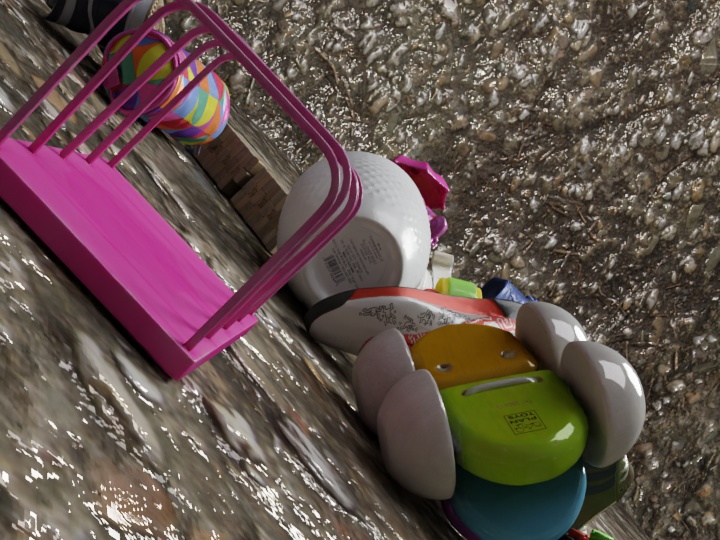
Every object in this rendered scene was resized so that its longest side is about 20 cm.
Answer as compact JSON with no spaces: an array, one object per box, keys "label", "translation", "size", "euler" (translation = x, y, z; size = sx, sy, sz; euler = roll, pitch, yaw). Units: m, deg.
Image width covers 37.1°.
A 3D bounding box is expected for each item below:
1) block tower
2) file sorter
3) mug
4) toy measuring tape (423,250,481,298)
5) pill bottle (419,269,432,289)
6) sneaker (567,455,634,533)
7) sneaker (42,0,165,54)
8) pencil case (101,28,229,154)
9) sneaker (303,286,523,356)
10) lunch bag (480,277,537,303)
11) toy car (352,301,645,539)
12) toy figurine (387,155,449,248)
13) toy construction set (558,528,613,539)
[{"label":"block tower","translation":[-0.114,-0.088,1.156],"size":[0.200,0.054,0.058],"euler":[50,4,35]},{"label":"file sorter","translation":[-0.080,-0.049,0.560],"size":[0.139,0.125,0.200],"euler":[46,4,0]},{"label":"mug","translation":[0.000,0.000,0.993],"size":[0.176,0.146,0.203],"euler":[-89,165,-76]},{"label":"toy measuring tape","translation":[0.086,0.021,1.008],"size":[0.074,0.073,0.201],"euler":[44,26,-22]},{"label":"pill bottle","translation":[0.023,-0.012,1.460],"size":[0.111,0.111,0.200],"euler":[48,5,36]},{"label":"sneaker","translation":[0.183,0.144,0.858],"size":[0.089,0.202,0.068],"euler":[12,39,-16]},{"label":"sneaker","translation":[-0.260,-0.248,1.091],"size":[0.107,0.071,0.200],"euler":[20,-12,-8]},{"label":"pencil case","translation":[-0.189,-0.174,1.052],"size":[0.088,0.088,0.200],"euler":[46,2,7]},{"label":"sneaker","translation":[0.055,0.078,0.874],"size":[0.067,0.198,0.109],"euler":[119,-30,-55]},{"label":"lunch bag","translation":[0.249,0.115,1.983],"size":[0.133,0.200,0.136],"euler":[48,-2,-8]},{"label":"toy car","translation":[0.093,0.117,0.748],"size":[0.200,0.172,0.152],"euler":[-128,-149,-70]},{"label":"toy figurine","translation":[0.025,-0.036,1.175],"size":[0.150,0.184,0.200],"euler":[41,6,-48]},{"label":"toy construction set","translation":[0.214,0.261,0.841],"size":[0.130,0.093,0.200],"euler":[19,-20,32]}]
